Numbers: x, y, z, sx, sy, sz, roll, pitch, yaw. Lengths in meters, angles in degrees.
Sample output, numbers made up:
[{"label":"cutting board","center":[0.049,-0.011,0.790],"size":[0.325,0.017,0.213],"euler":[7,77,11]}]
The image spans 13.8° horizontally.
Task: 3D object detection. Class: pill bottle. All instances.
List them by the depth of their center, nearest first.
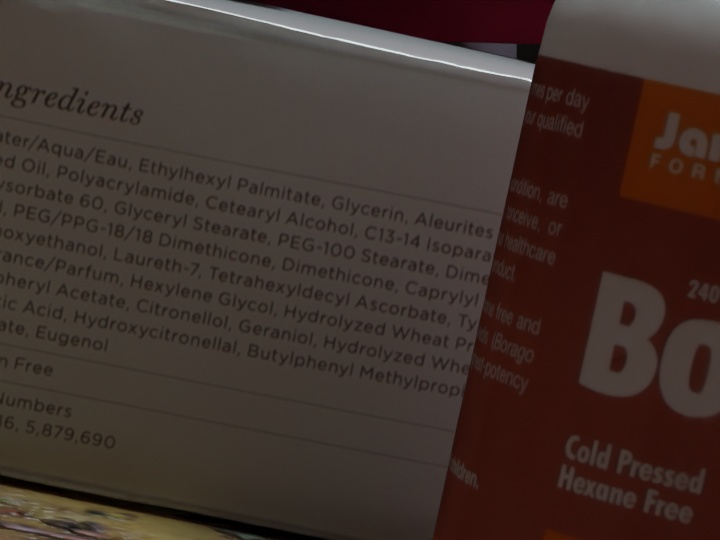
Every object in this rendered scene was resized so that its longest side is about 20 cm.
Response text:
[{"label":"pill bottle","center":[0.086,-0.003,0.664],"size":[0.112,0.200,0.112],"euler":[11,5,-1]}]

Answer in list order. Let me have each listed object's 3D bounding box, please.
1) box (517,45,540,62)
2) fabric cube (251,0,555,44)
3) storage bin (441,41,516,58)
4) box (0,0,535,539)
[{"label":"box","center":[0.001,-0.063,1.328],"size":[0.200,0.160,0.049],"euler":[10,6,-27]},{"label":"fabric cube","center":[0.026,-0.183,0.995],"size":[0.199,0.197,0.200],"euler":[-1,-3,-26]},{"label":"storage bin","center":[-0.029,-0.129,1.167],"size":[0.200,0.135,0.146],"euler":[-10,-14,19]},{"label":"box","center":[-0.023,-0.008,0.849],"size":[0.200,0.131,0.199],"euler":[11,6,-3]}]
